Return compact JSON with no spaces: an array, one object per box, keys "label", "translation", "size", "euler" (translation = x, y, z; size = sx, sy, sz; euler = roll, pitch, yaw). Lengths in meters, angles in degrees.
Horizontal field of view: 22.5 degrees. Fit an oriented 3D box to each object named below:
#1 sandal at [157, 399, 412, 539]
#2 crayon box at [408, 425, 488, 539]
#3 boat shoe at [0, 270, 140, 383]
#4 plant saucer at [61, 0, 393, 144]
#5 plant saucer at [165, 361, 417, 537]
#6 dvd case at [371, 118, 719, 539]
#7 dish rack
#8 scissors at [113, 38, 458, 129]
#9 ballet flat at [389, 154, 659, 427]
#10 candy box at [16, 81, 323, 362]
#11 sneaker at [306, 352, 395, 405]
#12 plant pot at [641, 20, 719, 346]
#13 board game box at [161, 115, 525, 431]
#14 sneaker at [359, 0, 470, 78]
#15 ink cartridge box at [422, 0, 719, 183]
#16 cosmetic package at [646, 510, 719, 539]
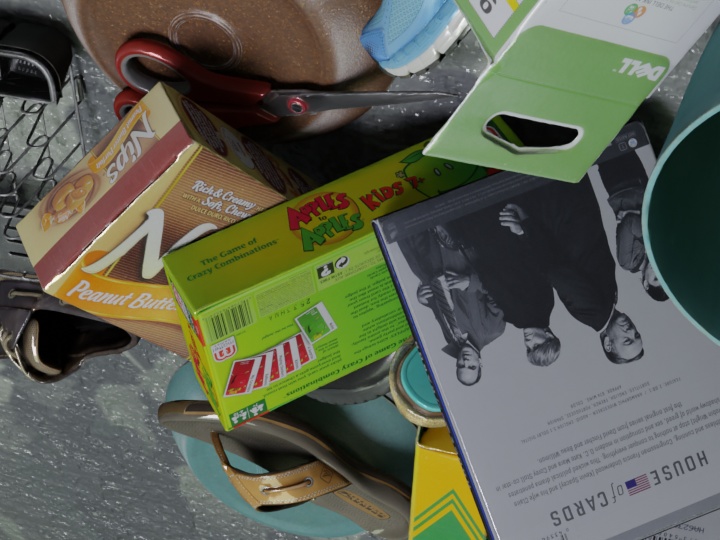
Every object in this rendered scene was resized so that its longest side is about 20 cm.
[{"label":"sandal","translation":[-0.045,0.140,1.191],"size":[0.200,0.055,0.082],"euler":[33,151,-25]},{"label":"crayon box","translation":[0.068,0.101,1.104],"size":[0.051,0.127,0.201],"euler":[13,142,10]},{"label":"boat shoe","translation":[-0.209,0.031,1.192],"size":[0.199,0.074,0.075],"euler":[-17,128,39]},{"label":"plant saucer","translation":[-0.078,-0.132,0.967],"size":[0.199,0.037,0.201],"euler":[14,142,11]},{"label":"plant saucer","translation":[-0.049,0.132,1.272],"size":[0.199,0.036,0.201],"euler":[13,142,10]},{"label":"dvd case","translation":[0.109,0.042,0.925],"size":[0.150,0.201,0.025],"euler":[-20,180,-6]},{"label":"dish rack","translation":[-0.233,-0.067,1.087],"size":[0.153,0.055,0.201],"euler":[10,132,14]},{"label":"scissors","translation":[-0.042,-0.086,0.969],"size":[0.199,0.014,0.073],"euler":[9,140,13]},{"label":"ballet flat","translation":[0.096,0.012,0.975],"size":[0.071,0.200,0.071],"euler":[48,172,9]},{"label":"candy box","translation":[-0.077,-0.010,0.999],"size":[0.115,0.055,0.200],"euler":[-43,140,13]},{"label":"sneaker","translation":[-0.036,0.037,1.119],"size":[0.199,0.073,0.082],"euler":[-13,131,36]},{"label":"plant pot","translation":[0.237,-0.067,0.795],"size":[0.199,0.161,0.201],"euler":[13,142,10]},{"label":"board game box","translation":[0.000,0.000,0.981],"size":[0.199,0.048,0.102],"euler":[-24,140,-13]},{"label":"sneaker","translation":[0.045,-0.176,0.844],"size":[0.090,0.078,0.200],"euler":[37,135,3]},{"label":"ink cartridge box","translation":[0.106,-0.133,0.773],"size":[0.103,0.059,0.200],"euler":[6,133,-42]},{"label":"cosmetic package","translation":[0.210,0.254,1.228],"size":[0.198,0.123,0.201],"euler":[10,142,14]}]
